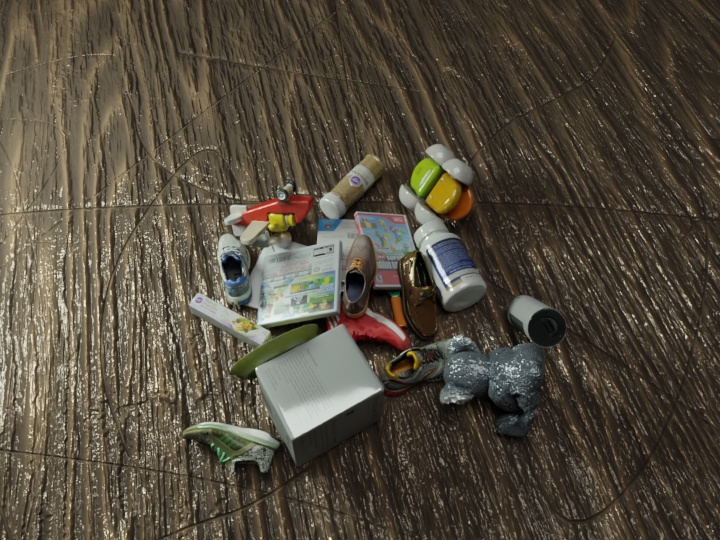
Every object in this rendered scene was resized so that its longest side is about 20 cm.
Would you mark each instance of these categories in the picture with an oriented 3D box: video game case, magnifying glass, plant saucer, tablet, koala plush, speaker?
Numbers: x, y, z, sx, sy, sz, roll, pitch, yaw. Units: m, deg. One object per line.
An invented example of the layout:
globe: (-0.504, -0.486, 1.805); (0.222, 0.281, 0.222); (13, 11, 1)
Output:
video game case: (-0.135, 0.030, 1.427); (0.198, 0.022, 0.184); (-11, 57, 20)
magnifying glass: (0.078, 0.046, 1.488); (0.079, 0.022, 0.202); (-6, 58, -7)
plant saucer: (-0.168, 0.172, 1.296); (0.199, 0.200, 0.031); (-26, 77, -18)
tablet: (-0.193, 0.012, 1.504); (0.129, 0.014, 0.201); (16, 57, 8)
video game case: (0.070, -0.047, 1.504); (0.142, 0.017, 0.202); (1, 61, -30)
koala plush: (0.261, 0.215, 1.295); (0.198, 0.184, 0.179); (10, 56, 9)
speaker: (0.371, 0.104, 1.352); (0.080, 0.200, 0.082); (0, 96, 1)

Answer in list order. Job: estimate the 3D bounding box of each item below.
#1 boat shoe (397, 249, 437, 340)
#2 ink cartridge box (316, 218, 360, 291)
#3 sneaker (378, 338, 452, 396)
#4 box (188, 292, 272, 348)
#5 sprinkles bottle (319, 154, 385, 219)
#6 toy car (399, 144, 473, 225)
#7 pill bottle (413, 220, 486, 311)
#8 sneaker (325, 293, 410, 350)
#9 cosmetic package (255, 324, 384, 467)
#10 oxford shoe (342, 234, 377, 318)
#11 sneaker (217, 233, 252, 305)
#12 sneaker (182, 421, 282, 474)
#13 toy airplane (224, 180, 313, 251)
boat shoe: (0.133, 0.053, 1.428); (0.071, 0.068, 0.202); (-9, 74, -30)
ink cartridge box: (-0.047, -0.021, 1.498); (0.115, 0.068, 0.202); (2, 57, -1)
sneaker: (0.133, 0.199, 1.353); (0.199, 0.082, 0.078); (-24, 60, -19)
box: (-0.289, 0.115, 1.416); (0.199, 0.042, 0.039); (26, 59, 15)
sprinkles bottle: (-0.019, -0.214, 1.626); (0.068, 0.068, 0.200); (32, 61, 18)
toy car: (0.207, -0.199, 1.583); (0.149, 0.176, 0.200); (21, 22, -38)
pill bottle: (0.201, -0.015, 1.478); (0.110, 0.111, 0.201); (-17, 59, -13)
sneaker: (0.006, 0.145, 1.400); (0.199, 0.079, 0.116); (30, 68, 30)
cosmetic package: (-0.080, 0.247, 1.262); (0.199, 0.168, 0.167); (-26, 61, -17)
oxford shoe: (0.000, 0.000, 1.398); (0.071, 0.073, 0.202); (3, 62, 4)
sneaker: (-0.292, -0.021, 1.471); (0.076, 0.086, 0.201); (-16, 52, -9)
sneaker: (-0.258, 0.351, 1.248); (0.198, 0.077, 0.089); (8, 65, 5)
toy airplane: (-0.218, -0.113, 1.512); (0.199, 0.142, 0.199); (-34, 21, -22)
